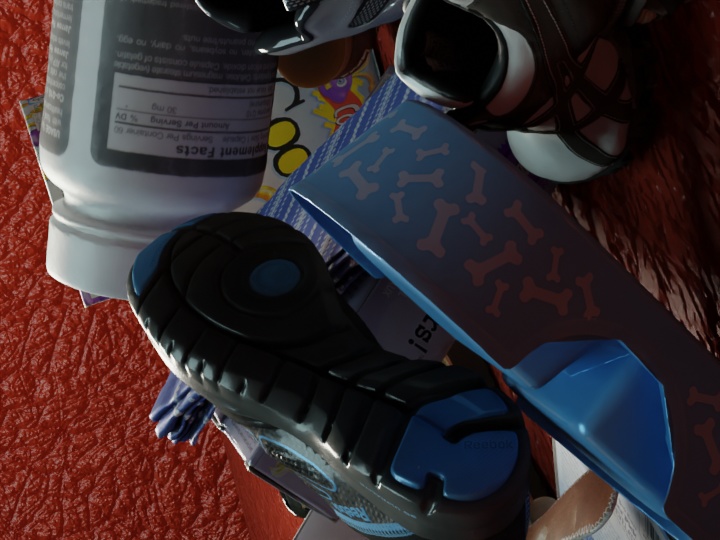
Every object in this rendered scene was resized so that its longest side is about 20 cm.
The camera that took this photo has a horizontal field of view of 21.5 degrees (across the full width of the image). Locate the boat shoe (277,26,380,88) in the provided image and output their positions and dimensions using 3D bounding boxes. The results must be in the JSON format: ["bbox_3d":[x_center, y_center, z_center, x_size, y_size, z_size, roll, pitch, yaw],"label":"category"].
[{"bbox_3d":[-0.033,-0.197,0.970,0.070,0.070,0.202,-39,-55,-57],"label":"boat shoe"}]

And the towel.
[{"bbox_3d":[-0.013,-0.019,0.803,0.200,0.024,0.145,-41,20,41],"label":"towel"}]

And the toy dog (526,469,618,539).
[{"bbox_3d":[0.100,0.132,0.732,0.201,0.096,0.132,59,172,42],"label":"toy dog"}]

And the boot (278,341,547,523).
[{"bbox_3d":[0.028,0.136,1.035,0.078,0.137,0.201,84,164,-54],"label":"boot"}]

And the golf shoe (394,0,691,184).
[{"bbox_3d":[0.051,-0.079,0.630,0.200,0.094,0.078,91,157,-68],"label":"golf shoe"}]

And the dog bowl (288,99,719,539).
[{"bbox_3d":[0.064,0.020,0.616,0.200,0.050,0.111,41,178,-24],"label":"dog bowl"}]

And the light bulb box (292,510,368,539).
[{"bbox_3d":[0.024,0.241,1.014,0.199,0.125,0.198,31,163,5],"label":"light bulb box"}]

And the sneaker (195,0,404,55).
[{"bbox_3d":[-0.027,-0.140,0.814,0.200,0.139,0.078,-143,35,-73],"label":"sneaker"}]

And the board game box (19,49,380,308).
[{"bbox_3d":[-0.087,-0.071,1.114,0.105,0.198,0.104,-128,21,-65],"label":"board game box"}]

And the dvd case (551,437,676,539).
[{"bbox_3d":[0.122,0.133,0.852,0.143,0.017,0.201,-117,12,-45],"label":"dvd case"}]

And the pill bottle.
[{"bbox_3d":[-0.096,-0.093,0.916,0.113,0.112,0.202,-136,52,-70],"label":"pill bottle"}]

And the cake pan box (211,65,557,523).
[{"bbox_3d":[0.000,0.000,0.843,0.052,0.185,0.200,35,179,-16],"label":"cake pan box"}]

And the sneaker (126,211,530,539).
[{"bbox_3d":[-0.017,0.051,0.694,0.200,0.073,0.082,39,153,38],"label":"sneaker"}]
